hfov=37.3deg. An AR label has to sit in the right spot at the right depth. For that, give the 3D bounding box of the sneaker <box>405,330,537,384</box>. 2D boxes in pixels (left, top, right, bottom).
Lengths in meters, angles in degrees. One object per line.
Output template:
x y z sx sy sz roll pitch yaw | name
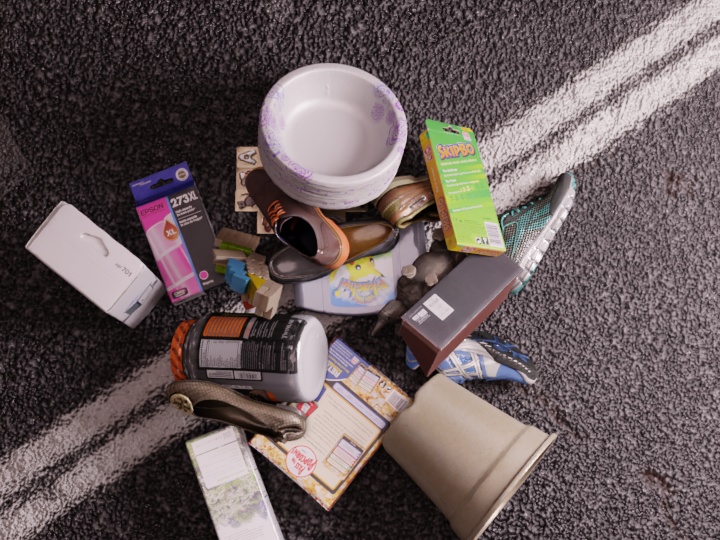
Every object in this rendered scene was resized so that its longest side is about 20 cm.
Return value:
0.159 0.129 1.549 0.199 0.076 0.077 19 104 2 | sneaker

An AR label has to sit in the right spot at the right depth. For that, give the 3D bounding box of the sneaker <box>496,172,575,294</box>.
0.244 -0.068 1.570 0.091 0.078 0.200 32 81 7 | sneaker

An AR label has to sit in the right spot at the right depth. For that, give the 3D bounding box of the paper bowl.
-0.041 -0.175 1.462 0.200 0.104 0.201 3 62 -6 | paper bowl

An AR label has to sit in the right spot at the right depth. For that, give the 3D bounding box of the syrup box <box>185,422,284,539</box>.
-0.173 0.321 1.502 0.078 0.081 0.201 -21 83 -4 | syrup box

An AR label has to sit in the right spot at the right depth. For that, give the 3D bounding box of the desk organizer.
0.135 0.052 1.487 0.072 0.077 0.200 39 54 16 | desk organizer

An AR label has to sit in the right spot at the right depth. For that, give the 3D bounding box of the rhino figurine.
0.082 0.022 1.509 0.060 0.088 0.200 37 70 14 | rhino figurine

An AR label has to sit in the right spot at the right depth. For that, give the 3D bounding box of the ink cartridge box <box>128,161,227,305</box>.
-0.267 -0.057 1.577 0.094 0.037 0.201 -22 81 -4 | ink cartridge box

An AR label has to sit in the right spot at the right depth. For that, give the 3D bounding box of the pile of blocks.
-0.168 0.012 1.497 0.082 0.200 0.062 5 117 -22 | pile of blocks

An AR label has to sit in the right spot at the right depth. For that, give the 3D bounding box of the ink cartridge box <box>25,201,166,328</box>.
-0.361 -0.004 1.482 0.146 0.200 0.086 38 83 4 | ink cartridge box

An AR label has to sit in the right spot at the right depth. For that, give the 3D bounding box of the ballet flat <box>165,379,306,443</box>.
-0.172 0.196 1.455 0.199 0.067 0.046 16 55 -2 | ballet flat

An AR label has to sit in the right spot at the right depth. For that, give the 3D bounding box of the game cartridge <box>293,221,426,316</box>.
0.000 0.000 1.571 0.199 0.040 0.134 -4 88 -2 | game cartridge

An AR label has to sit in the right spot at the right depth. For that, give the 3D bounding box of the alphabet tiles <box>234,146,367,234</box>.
-0.088 -0.137 1.604 0.199 0.006 0.167 0 83 -2 | alphabet tiles

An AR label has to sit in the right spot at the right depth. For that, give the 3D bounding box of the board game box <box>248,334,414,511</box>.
-0.040 0.218 1.535 0.151 0.046 0.200 40 83 5 | board game box

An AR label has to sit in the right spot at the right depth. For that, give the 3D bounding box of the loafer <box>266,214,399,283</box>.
-0.040 -0.035 1.519 0.199 0.072 0.073 -22 87 -3 | loafer

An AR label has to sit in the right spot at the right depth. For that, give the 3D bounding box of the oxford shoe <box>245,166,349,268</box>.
-0.100 -0.081 1.475 0.200 0.072 0.071 41 108 26 | oxford shoe

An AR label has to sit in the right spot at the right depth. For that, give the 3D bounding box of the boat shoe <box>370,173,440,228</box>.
0.105 -0.100 1.536 0.200 0.072 0.068 -18 62 -36 | boat shoe

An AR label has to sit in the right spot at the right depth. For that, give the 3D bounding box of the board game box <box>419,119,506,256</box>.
0.142 -0.118 1.507 0.095 0.030 0.201 6 64 -38 | board game box

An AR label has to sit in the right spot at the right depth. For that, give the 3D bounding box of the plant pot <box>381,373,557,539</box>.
0.138 0.248 1.475 0.183 0.200 0.201 39 83 15 | plant pot

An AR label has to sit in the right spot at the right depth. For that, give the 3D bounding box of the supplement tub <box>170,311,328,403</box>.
-0.155 0.120 1.492 0.199 0.122 0.123 1 82 20 | supplement tub
